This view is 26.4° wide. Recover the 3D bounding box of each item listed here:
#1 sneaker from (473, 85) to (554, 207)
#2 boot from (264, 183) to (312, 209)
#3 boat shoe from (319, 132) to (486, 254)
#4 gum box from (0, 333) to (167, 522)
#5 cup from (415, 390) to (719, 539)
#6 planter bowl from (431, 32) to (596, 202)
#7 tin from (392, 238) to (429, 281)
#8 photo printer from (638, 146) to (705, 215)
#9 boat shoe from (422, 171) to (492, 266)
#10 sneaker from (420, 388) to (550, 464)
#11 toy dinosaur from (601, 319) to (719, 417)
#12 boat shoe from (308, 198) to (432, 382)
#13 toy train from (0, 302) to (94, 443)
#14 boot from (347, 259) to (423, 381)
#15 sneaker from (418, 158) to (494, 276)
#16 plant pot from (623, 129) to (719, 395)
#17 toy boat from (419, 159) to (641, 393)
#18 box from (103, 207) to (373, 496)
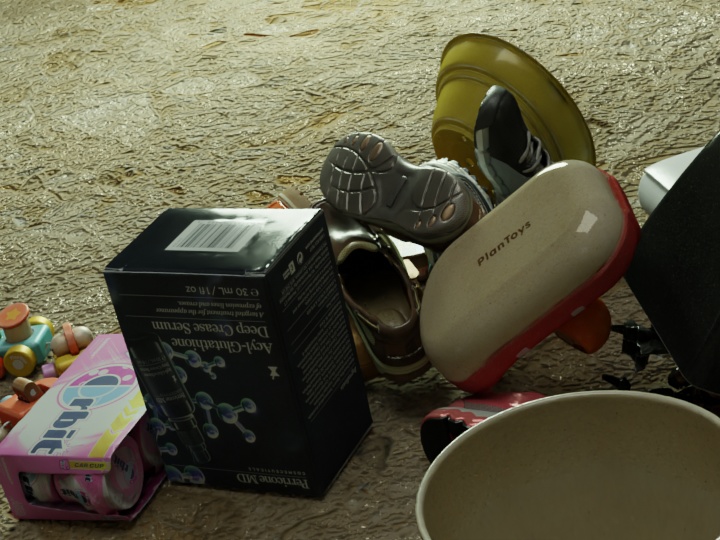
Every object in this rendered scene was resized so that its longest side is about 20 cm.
[{"bbox_3d":[0.177,-0.088,1.411,0.114,0.201,0.075,12,57,26],"label":"sneaker"},{"bbox_3d":[-0.058,0.002,1.486,0.107,0.075,0.200,-38,36,-5],"label":"boot"},{"bbox_3d":[0.036,-0.058,1.300,0.076,0.072,0.200,-56,40,0],"label":"boat shoe"},{"bbox_3d":[-0.209,0.130,1.282,0.112,0.067,0.200,-3,28,23],"label":"gum box"},{"bbox_3d":[0.142,0.185,0.922,0.198,0.145,0.201,-10,27,5],"label":"cup"},{"bbox_3d":[0.131,-0.130,1.527,0.083,0.201,0.200,-44,37,-22],"label":"planter bowl"},{"bbox_3d":[0.052,-0.045,1.549,0.111,0.042,0.201,-5,27,7],"label":"tin"},{"bbox_3d":[0.363,-0.056,1.388,0.165,0.070,0.200,-16,26,-6],"label":"photo printer"},{"bbox_3d":[0.099,-0.009,1.313,0.071,0.071,0.202,-6,59,-12],"label":"boat shoe"},{"bbox_3d":[0.141,0.120,1.135,0.199,0.074,0.087,10,32,39],"label":"sneaker"},{"bbox_3d":[0.259,0.087,1.162,0.134,0.103,0.200,0,6,-8],"label":"toy dinosaur"},{"bbox_3d":[0.006,-0.003,1.294,0.074,0.075,0.203,-28,51,-9],"label":"boat shoe"},{"bbox_3d":[-0.317,0.087,1.434,0.150,0.056,0.199,-31,32,-33],"label":"toy train"},{"bbox_3d":[-0.021,0.024,1.374,0.143,0.071,0.202,-29,47,-10],"label":"boot"},{"bbox_3d":[0.090,-0.029,1.412,0.086,0.078,0.200,-30,48,-16],"label":"sneaker"},{"bbox_3d":[0.329,-0.014,1.110,0.198,0.179,0.200,15,22,-13],"label":"plant pot"},{"bbox_3d":[0.144,0.021,1.188,0.200,0.131,0.131,-39,31,20],"label":"toy boat"},{"bbox_3d":[-0.093,0.062,1.212,0.147,0.202,0.107,1,30,27],"label":"box"}]
